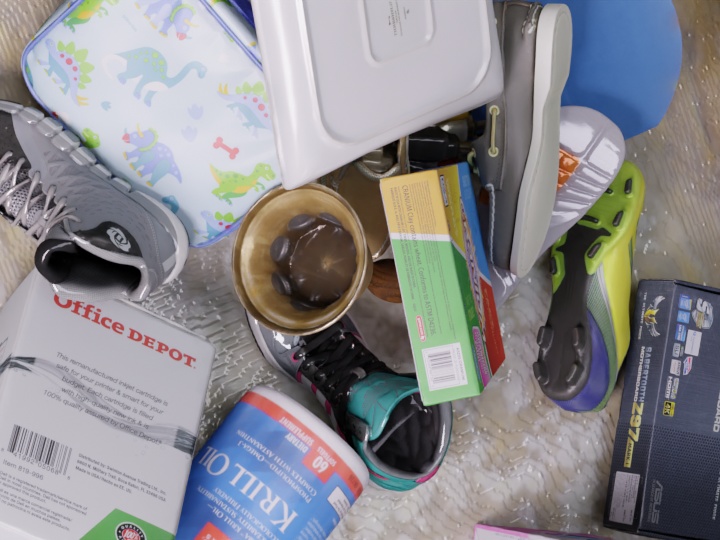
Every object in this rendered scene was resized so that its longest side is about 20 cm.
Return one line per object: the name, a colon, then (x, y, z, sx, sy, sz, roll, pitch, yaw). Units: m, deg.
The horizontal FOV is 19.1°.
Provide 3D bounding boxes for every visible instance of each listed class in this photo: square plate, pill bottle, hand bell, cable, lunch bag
square plate: (0.017, -0.175, 1.435, 0.197, 0.028, 0.201, -25, 121, -29)
pill bottle: (-0.093, 0.190, 1.513, 0.112, 0.112, 0.200, 42, 75, -17)
hand bell: (0.000, 0.000, 1.538, 0.200, 0.103, 0.105, 11, 83, -64)
cable: (0.003, -0.098, 1.607, 0.198, 0.050, 0.098, 6, 124, -8)
lunch bag: (-0.119, -0.128, 1.487, 0.200, 0.160, 0.083, 46, 29, -12)

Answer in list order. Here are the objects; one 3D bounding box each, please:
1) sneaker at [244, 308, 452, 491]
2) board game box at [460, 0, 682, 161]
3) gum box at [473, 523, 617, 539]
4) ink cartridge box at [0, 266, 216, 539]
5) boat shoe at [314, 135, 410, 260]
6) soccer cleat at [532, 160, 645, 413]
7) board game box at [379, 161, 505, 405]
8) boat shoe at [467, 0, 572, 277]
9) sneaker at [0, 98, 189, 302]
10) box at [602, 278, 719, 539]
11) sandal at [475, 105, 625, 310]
sneaker: (-0.002, 0.080, 1.551, 0.084, 0.121, 0.201, -41, 104, -19)
board game box: (0.147, -0.161, 1.648, 0.199, 0.039, 0.159, -24, 119, 1)
gum box: (0.172, 0.231, 1.578, 0.113, 0.200, 0.067, 8, 86, -21)
ink cartridge box: (-0.191, 0.118, 1.447, 0.146, 0.083, 0.201, 27, 51, -20)
boat shoe: (0.005, -0.083, 1.538, 0.071, 0.076, 0.201, -5, 124, -7)
soccer cleat: (0.185, 0.014, 1.676, 0.084, 0.064, 0.202, 29, 71, -50)
board game box: (0.060, 0.004, 1.498, 0.040, 0.200, 0.154, -11, 93, 9)
boat shoe: (0.113, -0.098, 1.576, 0.060, 0.072, 0.204, 10, 103, 19)
sneaker: (-0.213, -0.043, 1.440, 0.199, 0.116, 0.075, 29, 114, 0)
box: (0.280, 0.118, 1.700, 0.157, 0.051, 0.202, 13, 84, -31)
sandal: (0.117, -0.042, 1.645, 0.079, 0.059, 0.207, 40, 95, -3)
